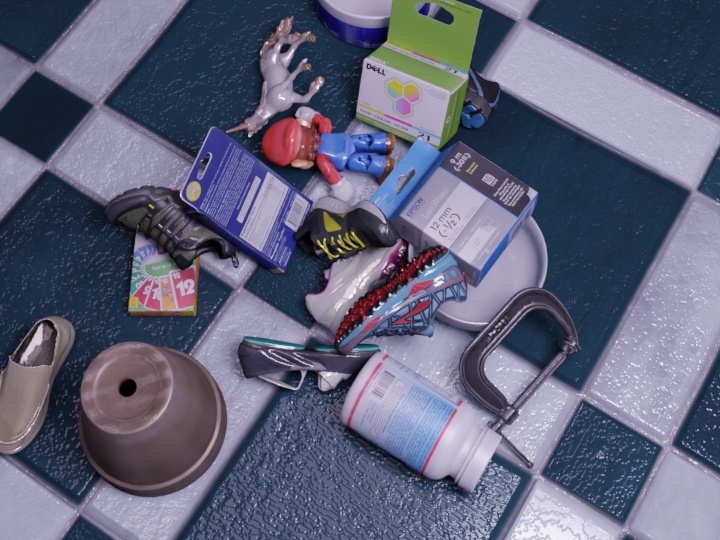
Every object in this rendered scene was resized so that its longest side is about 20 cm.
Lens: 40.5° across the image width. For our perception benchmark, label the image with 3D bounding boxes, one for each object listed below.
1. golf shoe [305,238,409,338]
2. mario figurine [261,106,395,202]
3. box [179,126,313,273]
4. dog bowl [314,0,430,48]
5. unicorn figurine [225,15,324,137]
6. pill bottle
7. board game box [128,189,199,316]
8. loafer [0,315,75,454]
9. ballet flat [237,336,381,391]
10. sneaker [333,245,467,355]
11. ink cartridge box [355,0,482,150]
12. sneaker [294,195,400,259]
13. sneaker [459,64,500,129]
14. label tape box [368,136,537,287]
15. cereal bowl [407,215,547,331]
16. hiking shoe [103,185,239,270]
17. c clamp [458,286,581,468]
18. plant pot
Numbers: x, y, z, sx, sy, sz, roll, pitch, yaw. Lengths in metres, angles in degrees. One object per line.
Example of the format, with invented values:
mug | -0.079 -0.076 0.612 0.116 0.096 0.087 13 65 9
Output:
golf shoe | 0.000 0.000 1.385 0.091 0.076 0.201 32 70 17
mario figurine | -0.051 -0.176 1.472 0.197 0.107 0.124 8 30 -7
box | -0.164 -0.099 1.382 0.032 0.199 0.123 -4 56 48
dog bowl | 0.020 -0.464 1.576 0.197 0.079 0.203 0 66 1
unicorn figurine | -0.126 -0.290 1.504 0.136 0.074 0.202 -29 40 28
pill bottle | 0.080 0.201 1.278 0.198 0.109 0.109 31 71 13
board game box | -0.282 -0.032 1.428 0.094 0.030 0.203 0 65 0
loafer | -0.456 0.148 1.330 0.074 0.068 0.203 13 68 6
ballet flat | -0.070 0.130 1.339 0.196 0.073 0.074 4 67 -4
sneaker | 0.056 0.061 1.280 0.199 0.079 0.096 -37 104 10
ink cartridge box | 0.081 -0.299 1.428 0.146 0.202 0.076 25 43 17
sneaker | -0.019 -0.047 1.363 0.085 0.199 0.075 -49 119 -17
sneaker | 0.125 -0.298 1.517 0.199 0.073 0.082 35 59 7
label tape box | 0.121 -0.095 1.337 0.199 0.066 0.144 36 72 13
cereal bowl | 0.162 -0.005 1.377 0.196 0.084 0.203 0 66 0
hiking shoe | -0.263 -0.056 1.377 0.197 0.076 0.102 5 63 -12
c clamp | 0.222 0.132 1.306 0.170 0.027 0.201 38 88 -6
plant pot | -0.283 0.175 1.261 0.196 0.174 0.203 -1 66 2
